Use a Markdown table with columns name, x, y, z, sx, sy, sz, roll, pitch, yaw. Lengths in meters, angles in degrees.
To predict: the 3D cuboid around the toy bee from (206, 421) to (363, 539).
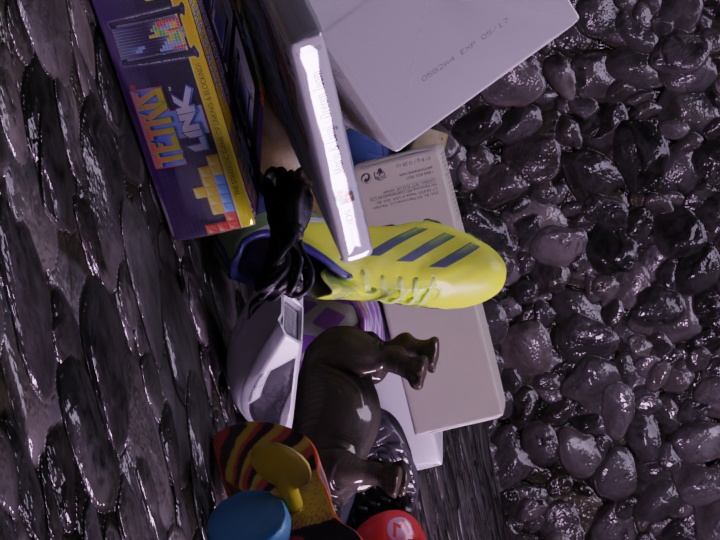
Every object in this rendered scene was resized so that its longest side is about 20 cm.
| name | x | y | z | sx | sy | sz | roll | pitch | yaw |
| --- | --- | --- | --- | --- | --- | --- | --- | --- | --- |
| toy bee | -0.027 | 0.165 | 1.211 | 0.131 | 0.109 | 0.200 | 71 | 10 | -61 |

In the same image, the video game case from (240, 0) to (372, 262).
| name | x | y | z | sx | sy | sz | roll | pitch | yaw |
| --- | --- | --- | --- | --- | --- | --- | --- | --- | --- |
| video game case | -0.045 | -0.132 | 1.303 | 0.182 | 0.024 | 0.200 | 77 | -9 | -46 |

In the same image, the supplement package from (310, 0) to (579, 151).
| name | x | y | z | sx | sy | sz | roll | pitch | yaw |
| --- | --- | --- | --- | --- | --- | --- | --- | --- | --- |
| supplement package | 0.019 | -0.195 | 1.455 | 0.151 | 0.152 | 0.200 | 56 | -6 | -17 |

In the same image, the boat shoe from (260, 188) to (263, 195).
| name | x | y | z | sx | sy | sz | roll | pitch | yaw |
| --- | --- | --- | --- | --- | --- | --- | --- | --- | --- |
| boat shoe | -0.042 | -0.030 | 1.608 | 0.200 | 0.072 | 0.068 | -59 | 163 | -72 |

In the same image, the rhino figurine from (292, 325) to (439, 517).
| name | x | y | z | sx | sy | sz | roll | pitch | yaw |
| --- | --- | --- | --- | --- | --- | --- | --- | --- | --- |
| rhino figurine | -0.013 | 0.125 | 1.388 | 0.060 | 0.087 | 0.200 | 69 | 34 | -68 |

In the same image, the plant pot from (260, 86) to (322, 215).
| name | x | y | z | sx | sy | sz | roll | pitch | yaw |
| --- | --- | --- | --- | --- | --- | --- | --- | --- | --- |
| plant pot | -0.059 | -0.116 | 1.494 | 0.200 | 0.027 | 0.200 | 56 | 13 | -20 |

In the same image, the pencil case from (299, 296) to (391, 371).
| name | x | y | z | sx | sy | sz | roll | pitch | yaw |
| --- | --- | --- | --- | --- | --- | --- | --- | --- | --- |
| pencil case | -0.025 | 0.041 | 1.535 | 0.200 | 0.085 | 0.084 | 23 | 63 | -83 |

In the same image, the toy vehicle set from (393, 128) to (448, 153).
| name | x | y | z | sx | sy | sz | roll | pitch | yaw |
| --- | --- | --- | --- | --- | --- | --- | --- | --- | --- |
| toy vehicle set | 0.008 | -0.061 | 1.706 | 0.200 | 0.026 | 0.124 | -156 | -101 | -70 |

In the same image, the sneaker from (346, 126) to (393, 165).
| name | x | y | z | sx | sy | sz | roll | pitch | yaw |
| --- | --- | --- | --- | --- | --- | --- | --- | --- | --- |
| sneaker | 0.012 | -0.157 | 1.603 | 0.076 | 0.077 | 0.200 | -30 | 119 | -70 |

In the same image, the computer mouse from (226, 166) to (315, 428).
| name | x | y | z | sx | sy | sz | roll | pitch | yaw |
| --- | --- | --- | --- | --- | --- | --- | --- | --- | --- |
| computer mouse | -0.058 | 0.033 | 1.318 | 0.200 | 0.044 | 0.110 | 99 | -9 | -46 |

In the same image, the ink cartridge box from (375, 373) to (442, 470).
| name | x | y | z | sx | sy | sz | roll | pitch | yaw |
| --- | --- | --- | --- | --- | --- | --- | --- | --- | --- |
| ink cartridge box | 0.014 | 0.067 | 1.824 | 0.200 | 0.087 | 0.145 | -89 | 166 | -69 |

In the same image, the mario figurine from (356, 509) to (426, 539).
| name | x | y | z | sx | sy | sz | roll | pitch | yaw |
| --- | --- | --- | --- | --- | --- | --- | --- | --- | --- |
| mario figurine | 0.041 | 0.278 | 1.609 | 0.123 | 0.106 | 0.200 | -3 | 84 | -80 |

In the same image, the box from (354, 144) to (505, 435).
| name | x | y | z | sx | sy | sz | roll | pitch | yaw |
| --- | --- | --- | --- | --- | --- | --- | --- | --- | --- |
| box | 0.050 | 0.012 | 1.560 | 0.082 | 0.068 | 0.200 | -40 | 117 | -83 |

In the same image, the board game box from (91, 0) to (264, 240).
| name | x | y | z | sx | sy | sz | roll | pitch | yaw |
| --- | --- | --- | --- | --- | --- | --- | --- | --- | --- |
| board game box | -0.108 | -0.146 | 1.276 | 0.165 | 0.057 | 0.200 | -88 | 166 | -55 |

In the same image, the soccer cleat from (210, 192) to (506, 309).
| name | x | y | z | sx | sy | sz | roll | pitch | yaw |
| --- | --- | --- | --- | --- | --- | --- | --- | --- | --- |
| soccer cleat | -0.001 | 0.001 | 1.403 | 0.084 | 0.200 | 0.065 | -99 | -157 | -57 |

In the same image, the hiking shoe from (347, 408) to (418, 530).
| name | x | y | z | sx | sy | sz | roll | pitch | yaw |
| --- | --- | --- | --- | --- | --- | --- | --- | --- | --- |
| hiking shoe | 0.005 | 0.169 | 1.692 | 0.101 | 0.076 | 0.200 | -105 | -172 | -49 |

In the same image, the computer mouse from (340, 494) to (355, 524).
| name | x | y | z | sx | sy | sz | roll | pitch | yaw |
| --- | --- | --- | --- | --- | --- | --- | --- | --- | --- |
| computer mouse | -0.019 | 0.182 | 1.511 | 0.200 | 0.046 | 0.141 | -85 | 161 | -69 |
